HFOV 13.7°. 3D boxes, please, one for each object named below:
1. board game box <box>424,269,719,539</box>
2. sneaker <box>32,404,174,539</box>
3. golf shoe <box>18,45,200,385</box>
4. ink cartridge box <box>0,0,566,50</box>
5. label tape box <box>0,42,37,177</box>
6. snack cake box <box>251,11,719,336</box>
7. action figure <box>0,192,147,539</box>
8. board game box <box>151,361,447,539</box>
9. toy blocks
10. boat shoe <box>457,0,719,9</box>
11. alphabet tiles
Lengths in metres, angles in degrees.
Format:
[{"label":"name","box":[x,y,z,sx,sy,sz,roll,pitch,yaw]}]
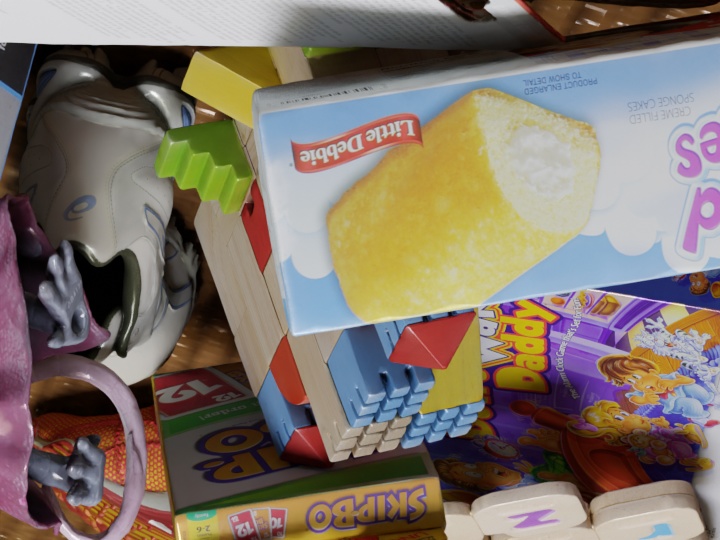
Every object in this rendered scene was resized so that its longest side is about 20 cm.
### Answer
[{"label":"board game box","box":[0.087,0.045,1.178,0.134,0.045,0.200,10,146,5]},{"label":"sneaker","box":[-0.063,0.085,1.271,0.200,0.077,0.073,8,143,39]},{"label":"golf shoe","box":[-0.106,0.005,1.141,0.078,0.097,0.200,8,148,4]},{"label":"ink cartridge box","box":[-0.048,-0.101,0.864,0.199,0.051,0.109,2,170,22]},{"label":"label tape box","box":[-0.191,-0.072,0.913,0.066,0.144,0.200,1,159,35]},{"label":"snack cake box","box":[0.070,-0.035,0.884,0.199,0.067,0.115,-9,-174,-1]},{"label":"action figure","box":[-0.186,0.025,1.054,0.199,0.134,0.149,0,166,16]},{"label":"board game box","box":[-0.027,0.070,1.126,0.095,0.200,0.030,-8,107,-5]},{"label":"toy blocks","box":[0.000,0.000,1.032,0.100,0.137,0.200,-11,155,-21]},{"label":"boat shoe","box":[0.030,-0.119,0.942,0.200,0.074,0.069,17,150,11]},{"label":"alphabet tiles","box":[0.037,0.117,1.181,0.199,0.015,0.196,-12,159,8]}]
